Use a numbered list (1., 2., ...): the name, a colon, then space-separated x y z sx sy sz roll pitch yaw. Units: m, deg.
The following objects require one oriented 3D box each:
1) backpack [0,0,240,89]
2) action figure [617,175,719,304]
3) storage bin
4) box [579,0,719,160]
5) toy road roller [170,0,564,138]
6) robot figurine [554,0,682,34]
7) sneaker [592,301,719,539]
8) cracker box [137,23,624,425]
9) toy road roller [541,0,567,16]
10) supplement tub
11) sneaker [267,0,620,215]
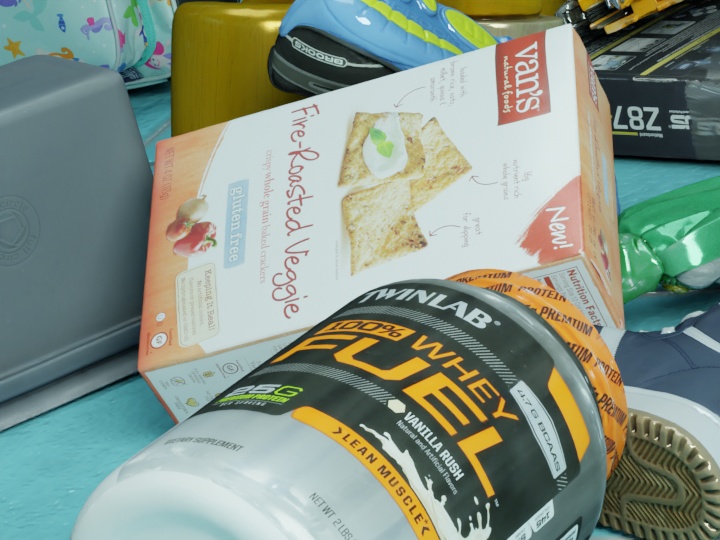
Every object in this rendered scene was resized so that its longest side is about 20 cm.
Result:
1. backpack: -0.190 -0.192 1.760 0.199 0.179 0.150 -2 15 36
2. action figure: 0.182 -0.021 1.241 0.199 0.055 0.118 -15 21 -23
3. storage bin: -0.183 -0.014 1.307 0.199 0.135 0.145 -22 22 -30
4. box: 0.192 -0.114 1.513 0.161 0.049 0.200 4 23 42
5. toy road roller: -0.005 -0.087 1.389 0.145 0.124 0.200 -6 10 -34
6. robot figurine: 0.184 -0.180 1.502 0.145 0.059 0.200 -23 3 44
7. sneaker: 0.097 0.040 1.088 0.108 0.070 0.199 -30 33 -33
8. cracker box: 0.008 -0.016 1.197 0.199 0.058 0.135 -15 46 16
9. toy road roller: 0.046 -0.160 1.637 0.199 0.147 0.123 26 14 -7
10. supplement tub: 0.003 0.080 0.951 0.122 0.123 0.200 2 23 33
11. sneaker: 0.042 -0.066 1.291 0.083 0.199 0.071 -40 31 34
